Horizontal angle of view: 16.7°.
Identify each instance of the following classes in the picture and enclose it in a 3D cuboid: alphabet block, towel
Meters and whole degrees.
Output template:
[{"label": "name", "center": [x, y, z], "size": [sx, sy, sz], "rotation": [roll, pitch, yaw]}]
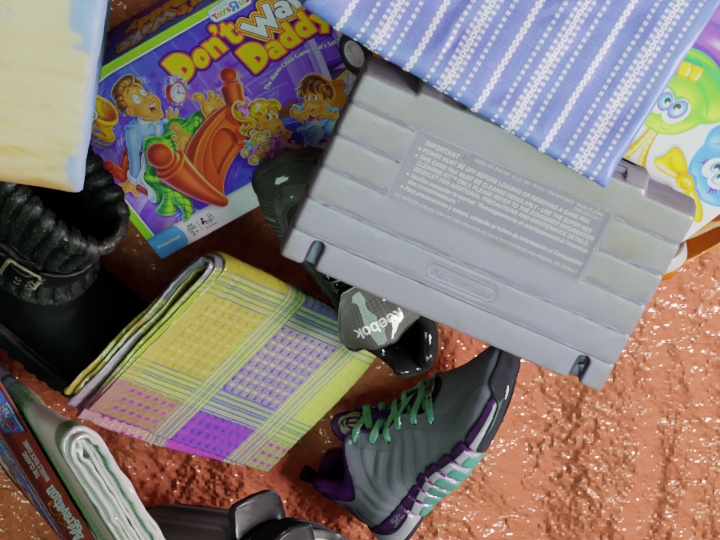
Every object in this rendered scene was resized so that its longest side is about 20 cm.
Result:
[{"label": "alphabet block", "center": [-0.235, -0.182, 1.361], "size": [0.199, 0.197, 0.196], "rotation": [7, 122, -6]}, {"label": "towel", "center": [-0.081, 0.060, 1.566], "size": [0.144, 0.023, 0.200], "rotation": [-46, 143, 16]}, {"label": "towel", "center": [-0.186, 0.121, 1.578], "size": [0.031, 0.200, 0.150], "rotation": [-35, 122, -14]}, {"label": "towel", "center": [0.084, -0.151, 1.275], "size": [0.199, 0.024, 0.145], "rotation": [30, 101, -13]}]

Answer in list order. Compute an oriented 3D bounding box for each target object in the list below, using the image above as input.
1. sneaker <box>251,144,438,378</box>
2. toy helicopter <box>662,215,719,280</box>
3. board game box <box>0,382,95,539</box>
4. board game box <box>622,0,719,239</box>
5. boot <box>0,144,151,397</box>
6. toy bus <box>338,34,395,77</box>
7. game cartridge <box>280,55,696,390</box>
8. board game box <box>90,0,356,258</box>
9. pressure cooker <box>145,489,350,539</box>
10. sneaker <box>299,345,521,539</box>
[{"label": "sneaker", "center": [0.000, 0.000, 1.516], "size": [0.066, 0.091, 0.200], "rotation": [-26, 139, 13]}, {"label": "toy helicopter", "center": [0.223, -0.038, 1.537], "size": [0.199, 0.079, 0.133], "rotation": [10, 123, -14]}, {"label": "board game box", "center": [-0.232, 0.093, 1.560], "size": [0.019, 0.103, 0.200], "rotation": [-35, 137, -13]}, {"label": "board game box", "center": [0.165, -0.086, 1.389], "size": [0.200, 0.105, 0.103], "rotation": [-39, 110, 22]}, {"label": "boot", "center": [-0.171, 0.000, 1.523], "size": [0.211, 0.080, 0.158], "rotation": [31, 140, -19]}, {"label": "toy bus", "center": [0.020, -0.197, 1.401], "size": [0.078, 0.065, 0.201], "rotation": [10, 121, 48]}, {"label": "game cartridge", "center": [0.070, -0.027, 1.354], "size": [0.199, 0.038, 0.130], "rotation": [24, 114, -5]}, {"label": "board game box", "center": [-0.077, -0.110, 1.501], "size": [0.199, 0.045, 0.135], "rotation": [-28, 120, 17]}, {"label": "pressure cooker", "center": [-0.076, 0.248, 1.624], "size": [0.199, 0.179, 0.176], "rotation": [0, 148, 45]}, {"label": "sneaker", "center": [0.030, 0.107, 1.620], "size": [0.087, 0.075, 0.200], "rotation": [28, 132, -8]}]
